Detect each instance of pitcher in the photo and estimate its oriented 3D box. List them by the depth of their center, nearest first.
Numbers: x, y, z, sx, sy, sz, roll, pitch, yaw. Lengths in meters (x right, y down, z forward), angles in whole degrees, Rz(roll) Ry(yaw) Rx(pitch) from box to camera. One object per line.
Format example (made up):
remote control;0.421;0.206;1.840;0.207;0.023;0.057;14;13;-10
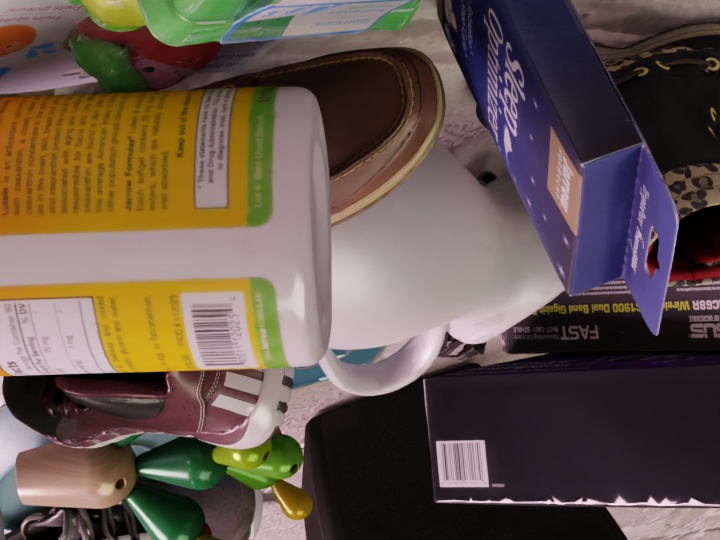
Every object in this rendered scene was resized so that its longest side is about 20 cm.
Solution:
pitcher;0.000;0.000;0.904;0.200;0.121;0.172;11;127;-45

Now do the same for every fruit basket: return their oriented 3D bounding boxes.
fruit basket;-0.058;-0.110;0.694;0.185;0.094;0.200;-11;162;-43

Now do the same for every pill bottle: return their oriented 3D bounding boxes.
pill bottle;-0.114;-0.014;0.698;0.200;0.111;0.111;-2;154;3

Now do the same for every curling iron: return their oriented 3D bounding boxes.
curling iron;0.064;-0.003;1.075;0.050;0.026;0.200;15;147;5

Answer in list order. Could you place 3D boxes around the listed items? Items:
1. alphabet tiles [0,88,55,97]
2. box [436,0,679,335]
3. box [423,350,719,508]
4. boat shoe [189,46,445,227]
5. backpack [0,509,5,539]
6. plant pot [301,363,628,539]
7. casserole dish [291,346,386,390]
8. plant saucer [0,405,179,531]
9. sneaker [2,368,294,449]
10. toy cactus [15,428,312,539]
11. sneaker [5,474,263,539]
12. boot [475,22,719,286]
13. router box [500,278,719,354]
alphabet tiles;-0.211;-0.031;0.815;0.200;0.006;0.166;-14;153;-21
box;0.079;-0.074;0.757;0.032;0.200;0.121;-21;154;-6
box;0.157;0.084;0.984;0.200;0.079;0.141;-6;178;41
boat shoe;-0.058;-0.048;0.775;0.200;0.072;0.068;-17;167;28
backpack;-0.265;0.138;0.872;0.200;0.191;0.154;-17;150;-12
plant pot;0.052;0.186;1.257;0.199;0.178;0.200;-18;153;-12
casserole dish;-0.021;0.017;1.032;0.121;0.039;0.200;-15;152;-20
plant saucer;-0.164;0.117;1.113;0.200;0.027;0.200;-20;153;-10
sneaker;-0.139;0.044;0.891;0.200;0.076;0.115;-4;162;38
toy cactus;-0.116;0.103;1.024;0.165;0.102;0.200;-7;131;2
sneaker;-0.158;0.173;1.114;0.200;0.077;0.082;-23;148;-4
boot;0.179;-0.059;0.915;0.203;0.154;0.074;-6;130;-29
router box;0.198;0.009;1.015;0.150;0.062;0.200;-8;-178;-38
